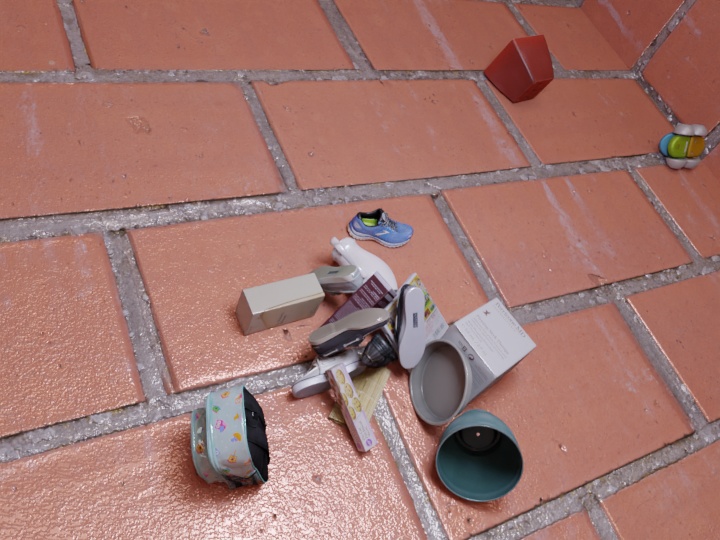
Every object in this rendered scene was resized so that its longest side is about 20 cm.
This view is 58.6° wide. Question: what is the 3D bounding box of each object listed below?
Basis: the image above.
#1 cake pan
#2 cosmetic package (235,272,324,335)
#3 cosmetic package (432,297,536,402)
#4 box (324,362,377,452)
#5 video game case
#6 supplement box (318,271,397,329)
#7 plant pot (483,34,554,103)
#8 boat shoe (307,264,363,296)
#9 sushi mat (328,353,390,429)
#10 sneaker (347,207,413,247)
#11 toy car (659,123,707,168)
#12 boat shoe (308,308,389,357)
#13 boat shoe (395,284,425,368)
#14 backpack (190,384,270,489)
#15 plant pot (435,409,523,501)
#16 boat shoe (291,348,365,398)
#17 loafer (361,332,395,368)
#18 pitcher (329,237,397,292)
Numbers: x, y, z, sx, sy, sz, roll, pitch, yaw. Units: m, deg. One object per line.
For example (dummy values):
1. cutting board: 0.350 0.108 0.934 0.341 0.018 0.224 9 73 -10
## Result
1. cake pan: 0.196 0.270 1.551 0.036 0.200 0.204 13 49 -36
2. cosmetic package: -0.196 0.080 1.564 0.196 0.104 0.074 -15 63 -31
3. cosmetic package: 0.305 0.209 1.644 0.198 0.167 0.168 -23 67 -42
4. box: -0.021 0.312 1.464 0.041 0.038 0.204 -22 90 -31
5. video game case: 0.139 0.138 1.677 0.184 0.023 0.200 57 48 -15
6. supplement box: -0.005 0.100 1.566 0.200 0.109 0.061 -45 75 0
7. plant pot: 0.640 -0.779 2.521 0.197 0.200 0.179 -20 78 -34
8. boat shoe: -0.069 0.033 1.628 0.070 0.198 0.073 -43 117 -36
9. sushi mat: 0.002 0.298 1.553 0.094 0.012 0.202 29 49 0
10. sneaker: 0.066 -0.125 1.840 0.195 0.090 0.080 6 54 -21
11. toy car: 1.336 -0.526 2.681 0.195 0.180 0.150 -6 24 -27
12. boat shoe: -0.021 0.146 1.485 0.195 0.064 0.073 -20 26 3
13. boat shoe: 0.116 0.136 1.585 0.070 0.068 0.206 -4 101 -21
14. backpack: -0.261 0.332 1.288 0.149 0.202 0.179 -5 58 -8
15. plant pot: 0.275 0.411 1.498 0.197 0.203 0.135 28 22 -2
16. boat shoe: -0.086 0.229 1.520 0.198 0.075 0.087 -19 63 -28
17. loafer: 0.037 0.201 1.543 0.072 0.200 0.073 -40 73 -4
18. pitcher: 0.000 0.000 1.675 0.201 0.121 0.171 49 7 17
